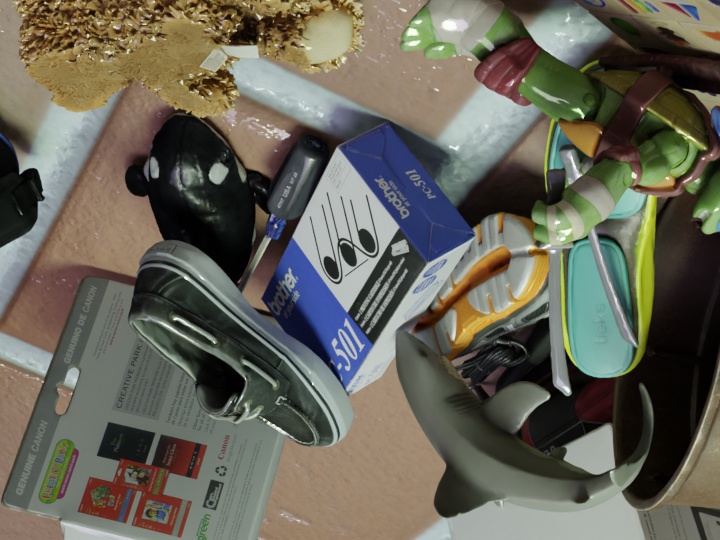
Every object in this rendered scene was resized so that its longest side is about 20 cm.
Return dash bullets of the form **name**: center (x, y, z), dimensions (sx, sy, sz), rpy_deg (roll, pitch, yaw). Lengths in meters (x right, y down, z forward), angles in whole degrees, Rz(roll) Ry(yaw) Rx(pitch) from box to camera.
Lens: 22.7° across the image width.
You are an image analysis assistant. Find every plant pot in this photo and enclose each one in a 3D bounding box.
- **plant pot**: center (0.272, 0.060, 1.048), dimensions (0.198, 0.201, 0.200), rpy_deg (12, 148, -6)

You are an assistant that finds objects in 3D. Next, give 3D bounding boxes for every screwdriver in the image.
- **screwdriver**: center (-0.062, -0.012, 1.182), dimensions (0.029, 0.028, 0.200), rpy_deg (13, 133, -13)

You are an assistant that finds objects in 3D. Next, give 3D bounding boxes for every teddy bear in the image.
- **teddy bear**: center (-0.096, -0.148, 1.017), dimensions (0.200, 0.067, 0.145), rpy_deg (-18, 144, 32)

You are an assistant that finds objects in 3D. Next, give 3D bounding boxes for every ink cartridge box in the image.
- **ink cartridge box**: center (-0.145, 0.121, 1.298), dimensions (0.175, 0.200, 0.084), rpy_deg (15, 148, 2)
- **ink cartridge box**: center (0.186, 0.212, 1.202), dimensions (0.147, 0.146, 0.200), rpy_deg (-32, 146, 32)
- **ink cartridge box**: center (0.000, 0.000, 1.158), dimensions (0.094, 0.044, 0.200), rpy_deg (53, 150, 15)

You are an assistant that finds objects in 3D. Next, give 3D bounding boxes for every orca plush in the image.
- **orca plush**: center (-0.118, -0.017, 1.200), dimensions (0.105, 0.071, 0.200), rpy_deg (19, 147, -5)

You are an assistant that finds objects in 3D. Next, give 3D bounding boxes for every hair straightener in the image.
- **hair straightener**: center (0.108, 0.051, 1.242), dimensions (0.077, 0.041, 0.200), rpy_deg (25, 150, -13)

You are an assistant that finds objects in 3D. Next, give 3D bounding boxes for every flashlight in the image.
- **flashlight**: center (0.168, 0.088, 1.236), dimensions (0.068, 0.068, 0.200), rpy_deg (19, 149, -14)

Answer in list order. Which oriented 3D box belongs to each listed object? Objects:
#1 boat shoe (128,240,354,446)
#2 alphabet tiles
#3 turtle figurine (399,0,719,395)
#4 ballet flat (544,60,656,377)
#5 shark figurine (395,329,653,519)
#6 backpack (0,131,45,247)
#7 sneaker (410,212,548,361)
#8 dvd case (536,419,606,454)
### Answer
- **boat shoe**: center (-0.084, 0.066, 1.170), dimensions (0.072, 0.071, 0.200), rpy_deg (-11, 135, 44)
- **alphabet tiles**: center (0.211, -0.099, 0.890), dimensions (0.167, 0.008, 0.200), rpy_deg (31, 172, -37)
- **turtle figurine**: center (0.097, -0.051, 0.936), dimensions (0.194, 0.144, 0.200), rpy_deg (43, 133, 11)
- **ballet flat**: center (0.145, -0.034, 1.051), dimensions (0.067, 0.067, 0.200), rpy_deg (6, 115, 19)
- **shark figurine**: center (0.091, 0.124, 1.082), dimensions (0.214, 0.089, 0.128), rpy_deg (17, 127, 46)
- **backpack**: center (-0.334, -0.052, 1.136), dimensions (0.154, 0.191, 0.200), rpy_deg (11, 150, 39)
- **sneaker**: center (0.085, 0.014, 1.162), dimensions (0.077, 0.078, 0.200), rpy_deg (-6, 170, -29)
- **dvd case**: center (0.185, 0.156, 1.282), dimensions (0.200, 0.025, 0.150), rpy_deg (9, 146, -35)
